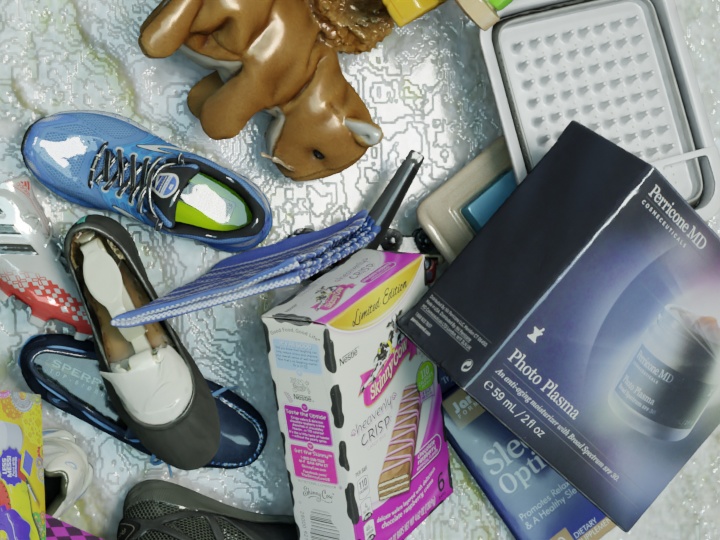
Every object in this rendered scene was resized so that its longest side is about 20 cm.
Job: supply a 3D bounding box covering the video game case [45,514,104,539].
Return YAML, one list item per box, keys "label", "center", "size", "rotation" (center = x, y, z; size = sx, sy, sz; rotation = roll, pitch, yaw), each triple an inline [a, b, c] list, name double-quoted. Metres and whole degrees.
- label: "video game case"
  center: [-0.163, 0.284, 1.165]
  size: [0.198, 0.036, 0.183]
  rotation: [21, 123, 13]

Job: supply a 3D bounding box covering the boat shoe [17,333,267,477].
- label: "boat shoe"
  center: [-0.166, 0.108, 1.224]
  size: [0.198, 0.069, 0.085]
  rotation: [16, 88, -9]

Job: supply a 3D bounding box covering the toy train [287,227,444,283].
- label: "toy train"
  center: [0.040, -0.010, 1.273]
  size: [0.197, 0.034, 0.046]
  rotation: [0, 93, -9]

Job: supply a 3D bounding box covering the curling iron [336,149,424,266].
- label: "curling iron"
  center: [0.000, 0.000, 1.243]
  size: [0.049, 0.026, 0.202]
  rotation: [19, 97, -34]

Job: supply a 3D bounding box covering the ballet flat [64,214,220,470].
- label: "ballet flat"
  center: [-0.164, 0.052, 1.162]
  size: [0.067, 0.068, 0.201]
  rotation: [-28, 82, 0]

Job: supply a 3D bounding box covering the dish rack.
- label: "dish rack"
  center: [0.180, -0.118, 1.243]
  size: [0.170, 0.044, 0.202]
  rotation: [-14, 88, -17]

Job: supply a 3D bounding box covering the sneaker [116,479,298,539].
- label: "sneaker"
  center: [-0.089, 0.232, 1.209]
  size: [0.197, 0.115, 0.077]
  rotation: [18, 126, -8]

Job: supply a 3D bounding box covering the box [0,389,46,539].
- label: "box"
  center: [-0.323, 0.192, 1.107]
  size: [0.191, 0.122, 0.203]
  rotation: [-12, 75, 32]

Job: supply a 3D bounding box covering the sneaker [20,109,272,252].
- label: "sneaker"
  center: [-0.156, -0.071, 1.214]
  size: [0.198, 0.089, 0.079]
  rotation: [18, 87, -9]

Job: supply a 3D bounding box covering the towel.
- label: "towel"
  center: [-0.076, -0.002, 1.150]
  size: [0.143, 0.200, 0.024]
  rotation: [-16, 95, 18]

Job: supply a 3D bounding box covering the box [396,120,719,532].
- label: "box"
  center: [0.171, 0.040, 1.157]
  size: [0.200, 0.123, 0.199]
  rotation: [40, 90, -31]

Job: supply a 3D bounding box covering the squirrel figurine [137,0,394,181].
- label: "squirrel figurine"
  center: [-0.044, -0.171, 1.210]
  size: [0.187, 0.141, 0.200]
  rotation: [43, 87, -13]

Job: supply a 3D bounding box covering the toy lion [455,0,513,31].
- label: "toy lion"
  center: [0.051, -0.286, 1.197]
  size: [0.068, 0.192, 0.200]
  rotation: [-38, 105, 14]

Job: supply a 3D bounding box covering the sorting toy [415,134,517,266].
- label: "sorting toy"
  center: [0.164, -0.029, 1.266]
  size: [0.200, 0.036, 0.186]
  rotation: [-39, 96, -22]

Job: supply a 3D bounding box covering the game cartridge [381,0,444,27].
- label: "game cartridge"
  center: [0.001, -0.279, 1.198]
  size: [0.032, 0.176, 0.201]
  rotation: [-30, 95, 20]

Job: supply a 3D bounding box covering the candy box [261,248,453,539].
- label: "candy box"
  center: [0.002, 0.102, 1.190]
  size: [0.060, 0.136, 0.202]
  rotation: [5, 115, 33]

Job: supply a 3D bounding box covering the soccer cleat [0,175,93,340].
- label: "soccer cleat"
  center: [-0.253, -0.022, 1.211]
  size: [0.199, 0.069, 0.086]
  rotation: [33, 92, -3]

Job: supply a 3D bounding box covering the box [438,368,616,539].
- label: "box"
  center: [0.137, 0.128, 1.291]
  size: [0.121, 0.032, 0.201]
  rotation: [-36, 95, -7]

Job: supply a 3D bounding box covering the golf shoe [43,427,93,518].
- label: "golf shoe"
  center: [-0.286, 0.194, 1.193]
  size: [0.200, 0.097, 0.078]
  rotation: [-42, 98, -5]
